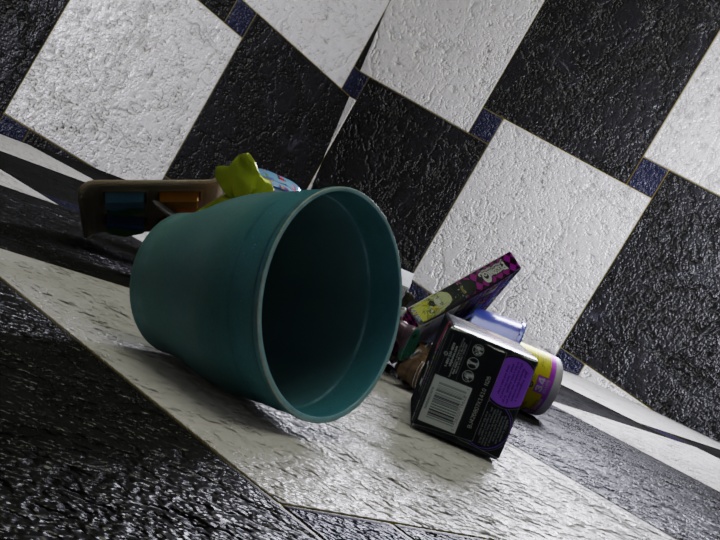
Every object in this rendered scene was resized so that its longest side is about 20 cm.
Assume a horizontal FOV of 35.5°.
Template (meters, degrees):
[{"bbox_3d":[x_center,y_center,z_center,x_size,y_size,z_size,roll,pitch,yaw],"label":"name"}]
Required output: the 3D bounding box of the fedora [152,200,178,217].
[{"bbox_3d":[-0.211,-0.007,1.515,0.200,0.090,0.177,28,1,-26],"label":"fedora"}]

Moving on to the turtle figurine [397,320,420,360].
[{"bbox_3d":[-0.022,0.055,1.527,0.200,0.101,0.150,28,30,36],"label":"turtle figurine"}]

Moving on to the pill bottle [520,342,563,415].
[{"bbox_3d":[0.221,0.155,1.832,0.200,0.104,0.104,22,2,-9],"label":"pill bottle"}]

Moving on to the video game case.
[{"bbox_3d":[0.131,0.058,1.662,0.036,0.181,0.200,58,-18,13],"label":"video game case"}]

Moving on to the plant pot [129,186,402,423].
[{"bbox_3d":[-0.096,0.022,1.000,0.188,0.200,0.200,6,-8,35],"label":"plant pot"}]

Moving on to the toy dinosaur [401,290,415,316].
[{"bbox_3d":[0.032,0.080,1.784,0.077,0.102,0.200,37,-29,10],"label":"toy dinosaur"}]

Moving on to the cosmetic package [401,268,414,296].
[{"bbox_3d":[0.042,0.022,1.940,0.082,0.051,0.200,27,8,2],"label":"cosmetic package"}]

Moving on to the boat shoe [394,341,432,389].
[{"bbox_3d":[0.090,0.128,1.588,0.072,0.072,0.200,22,2,5],"label":"boat shoe"}]

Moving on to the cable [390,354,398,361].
[{"bbox_3d":[-0.034,0.100,1.622,0.200,0.050,0.097,10,10,-22],"label":"cable"}]

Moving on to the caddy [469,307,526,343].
[{"bbox_3d":[0.191,0.132,1.619,0.105,0.142,0.200,23,3,7],"label":"caddy"}]

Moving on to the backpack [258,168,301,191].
[{"bbox_3d":[-0.169,-0.066,1.917,0.182,0.200,0.135,23,2,-24],"label":"backpack"}]

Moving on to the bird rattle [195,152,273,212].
[{"bbox_3d":[-0.120,-0.058,1.467,0.200,0.113,0.163,32,-14,-19],"label":"bird rattle"}]

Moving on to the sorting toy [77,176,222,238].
[{"bbox_3d":[-0.297,-0.084,1.604,0.200,0.037,0.185,-6,-17,-12],"label":"sorting toy"}]

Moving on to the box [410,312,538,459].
[{"bbox_3d":[0.126,0.128,1.308,0.106,0.122,0.200,22,2,2],"label":"box"}]
